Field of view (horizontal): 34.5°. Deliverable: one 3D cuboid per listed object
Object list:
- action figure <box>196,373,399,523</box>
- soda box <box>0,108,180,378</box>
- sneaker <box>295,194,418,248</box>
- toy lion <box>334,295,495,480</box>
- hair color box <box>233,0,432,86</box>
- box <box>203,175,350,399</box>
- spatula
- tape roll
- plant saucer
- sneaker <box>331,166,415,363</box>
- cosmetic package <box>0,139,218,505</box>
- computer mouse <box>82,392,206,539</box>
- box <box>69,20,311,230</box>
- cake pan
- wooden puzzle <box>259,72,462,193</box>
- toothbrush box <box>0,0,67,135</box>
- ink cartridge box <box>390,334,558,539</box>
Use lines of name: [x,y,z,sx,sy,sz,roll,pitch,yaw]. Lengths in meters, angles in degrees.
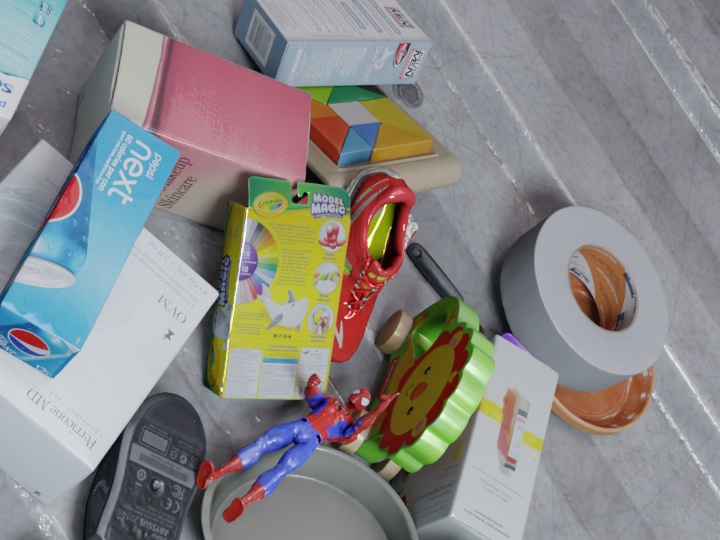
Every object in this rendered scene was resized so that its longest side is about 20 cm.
action figure: [-0.045,0.137,1.024,0.065,0.099,0.199,47,40,14]
soda box: [-0.214,-0.024,0.898,0.067,0.064,0.202,32,52,-17]
sneaker: [-0.019,-0.031,1.192,0.108,0.067,0.201,51,47,2]
toy lion: [0.065,0.104,1.103,0.068,0.191,0.202,35,52,-14]
hair color box: [-0.028,-0.256,1.279,0.197,0.061,0.099,-9,49,-36]
box: [-0.076,0.016,1.081,0.116,0.048,0.204,5,99,-33]
spatula: [0.117,0.050,1.269,0.201,0.056,0.021,51,9,6]
tape roll: [0.254,0.032,1.312,0.198,0.066,0.204,16,60,-29]
plant saucer: [0.259,0.093,1.348,0.198,0.032,0.204,16,59,-29]
sneaker: [0.000,0.000,1.129,0.076,0.085,0.203,9,104,-31]
cosmetic package: [-0.260,0.043,0.955,0.199,0.123,0.201,41,52,-11]
computer mouse: [-0.195,0.198,0.968,0.138,0.052,0.203,38,57,-31]
box: [-0.161,-0.128,1.101,0.197,0.128,0.111,17,60,-26]
cake pan: [-0.046,0.235,1.013,0.197,0.037,0.202,14,35,-10]
wooden puzzle: [-0.007,-0.156,1.238,0.183,0.038,0.201,-12,50,-38]
toothbrush box: [-0.356,-0.225,1.041,0.145,0.085,0.203,27,54,-22]
ink cartridge box: [0.102,0.184,1.121,0.083,0.145,0.202,32,53,-15]
